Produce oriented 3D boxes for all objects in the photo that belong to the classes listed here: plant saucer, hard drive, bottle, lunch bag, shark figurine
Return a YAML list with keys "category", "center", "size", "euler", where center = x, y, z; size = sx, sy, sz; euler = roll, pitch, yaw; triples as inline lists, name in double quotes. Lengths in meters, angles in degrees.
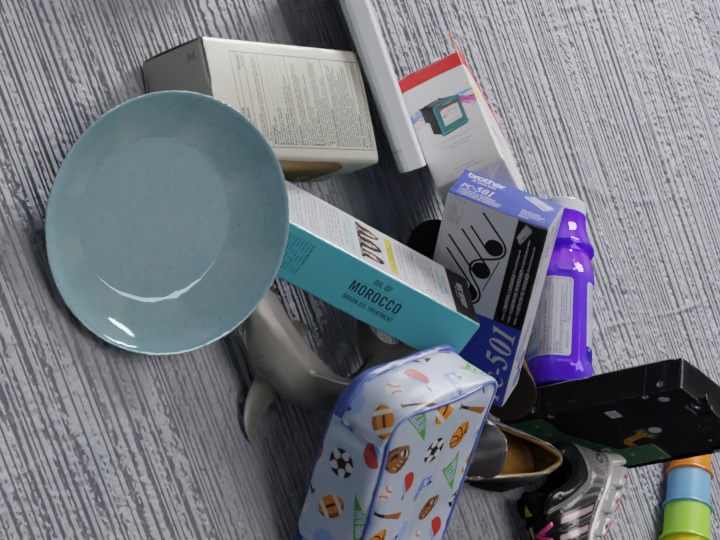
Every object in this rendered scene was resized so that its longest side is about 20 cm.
- category: "plant saucer"
  center: [-0.150, -0.037, 1.440]
  size: [0.201, 0.039, 0.201]
  euler: [-6, 103, -28]
- category: "hard drive"
  center: [0.254, 0.141, 1.802]
  size: [0.140, 0.200, 0.038]
  euler: [35, 51, -39]
- category: "bottle"
  center: [0.195, 0.026, 1.862]
  size: [0.084, 0.065, 0.200]
  euler: [99, -4, -68]
- category: "lunch bag"
  center: [0.030, 0.162, 1.545]
  size: [0.160, 0.076, 0.200]
  euler: [-19, 136, -49]
- category: "hard drive"
  center: [0.012, -0.188, 1.689]
  size: [0.132, 0.027, 0.200]
  euler: [-93, 165, -83]
- category: "shark figurine"
  center: [-0.018, 0.086, 1.563]
  size: [0.214, 0.089, 0.128]
  euler: [15, 81, -53]

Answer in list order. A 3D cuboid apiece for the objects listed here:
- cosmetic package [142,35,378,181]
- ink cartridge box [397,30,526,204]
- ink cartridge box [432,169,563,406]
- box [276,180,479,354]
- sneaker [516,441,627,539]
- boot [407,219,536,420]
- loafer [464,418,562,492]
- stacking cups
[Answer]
- category: "cosmetic package"
  center: [-0.080, -0.130, 1.571]
  size: [0.200, 0.071, 0.105]
  euler: [0, 77, -52]
- category: "ink cartridge box"
  center: [0.096, -0.114, 1.739]
  size: [0.116, 0.067, 0.200]
  euler: [57, 11, -42]
- category: "ink cartridge box"
  center: [0.108, 0.017, 1.657]
  size: [0.044, 0.094, 0.200]
  euler: [-52, 159, -49]
- category: "box"
  center: [0.000, 0.000, 1.572]
  size: [0.200, 0.049, 0.082]
  euler: [29, 22, -19]
- category: "sneaker"
  center: [0.180, 0.247, 1.783]
  size: [0.087, 0.074, 0.200]
  euler: [29, 68, -16]
- category: "boot"
  center: [0.100, 0.042, 1.769]
  size: [0.200, 0.074, 0.075]
  euler: [63, 9, -9]
- category: "loafer"
  center: [0.102, 0.158, 1.709]
  size: [0.200, 0.072, 0.073]
  euler: [11, 72, -49]
- category: "stacking cups"
  center: [0.351, 0.234, 2.008]
  size: [0.060, 0.060, 0.200]
  euler: [39, 51, -38]
